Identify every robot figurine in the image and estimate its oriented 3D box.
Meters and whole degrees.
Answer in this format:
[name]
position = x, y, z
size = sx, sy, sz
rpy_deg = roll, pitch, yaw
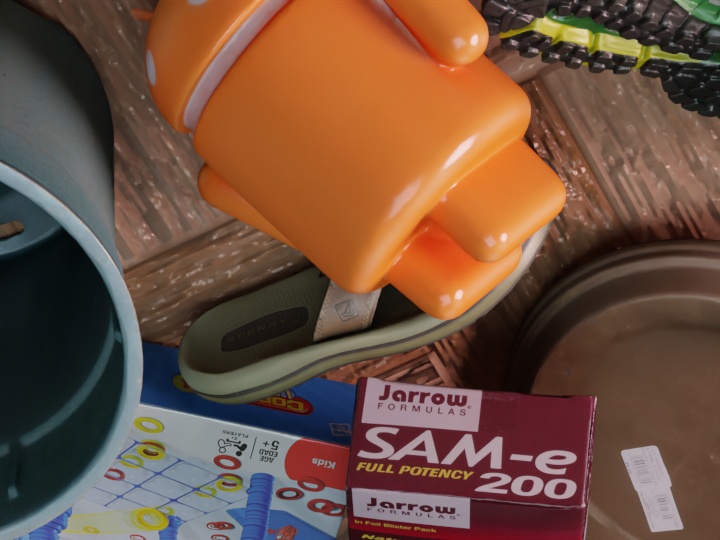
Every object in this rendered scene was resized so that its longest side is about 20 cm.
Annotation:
[robot figurine]
position = -0.010, -0.069, 1.091
size = 0.200, 0.144, 0.117
rpy_deg = 44, 79, 8

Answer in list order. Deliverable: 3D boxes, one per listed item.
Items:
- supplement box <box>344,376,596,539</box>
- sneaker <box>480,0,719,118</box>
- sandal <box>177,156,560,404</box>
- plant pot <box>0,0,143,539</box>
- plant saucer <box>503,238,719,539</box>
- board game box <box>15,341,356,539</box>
[supplement box]
position = 0.051, 0.126, 1.209
size = 0.109, 0.061, 0.200
rpy_deg = 4, 148, 5
[sneaker]
position = 0.144, -0.123, 1.102
size = 0.200, 0.085, 0.078
rpy_deg = 16, 154, -28
[sandal]
position = -0.001, 0.001, 1.173
size = 0.201, 0.080, 0.057
rpy_deg = -24, 121, 14
[plant pot]
position = -0.186, -0.015, 1.095
size = 0.200, 0.196, 0.200
rpy_deg = 0, 120, 0
[plant saucer]
position = 0.163, 0.077, 1.220
size = 0.200, 0.029, 0.200
rpy_deg = 9, 124, 13
[board game box]
position = -0.116, 0.130, 1.266
size = 0.200, 0.056, 0.196
rpy_deg = 12, 120, -7
